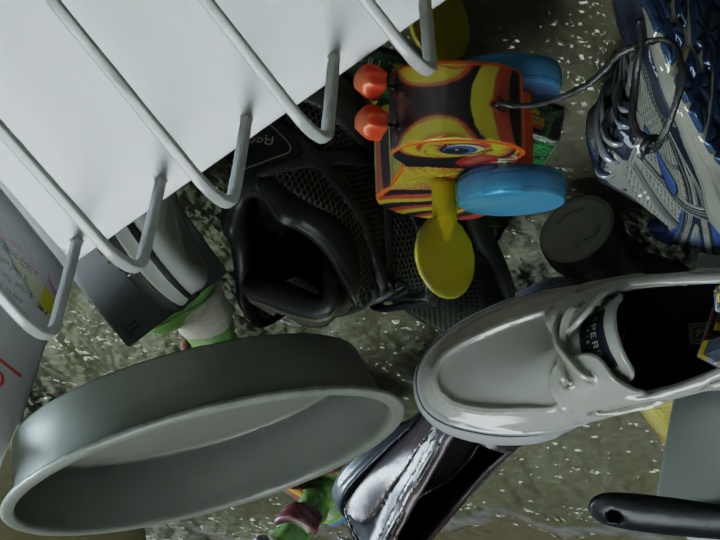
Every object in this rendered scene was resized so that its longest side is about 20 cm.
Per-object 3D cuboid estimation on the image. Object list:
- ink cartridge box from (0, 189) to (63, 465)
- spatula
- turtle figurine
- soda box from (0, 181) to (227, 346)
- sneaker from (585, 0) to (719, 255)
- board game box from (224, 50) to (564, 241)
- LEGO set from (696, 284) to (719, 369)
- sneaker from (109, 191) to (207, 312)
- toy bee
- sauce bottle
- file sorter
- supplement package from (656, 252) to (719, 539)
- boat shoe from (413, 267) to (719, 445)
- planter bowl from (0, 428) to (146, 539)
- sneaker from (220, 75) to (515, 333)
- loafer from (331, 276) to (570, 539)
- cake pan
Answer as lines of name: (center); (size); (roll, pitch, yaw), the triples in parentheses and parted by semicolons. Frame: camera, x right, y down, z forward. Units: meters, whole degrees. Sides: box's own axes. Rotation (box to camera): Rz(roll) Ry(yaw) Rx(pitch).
ink cartridge box: (-0.210, 0.003, 1.214); (0.067, 0.200, 0.116); (-13, 139, 36)
spatula: (0.202, 0.125, 1.121); (0.200, 0.021, 0.057); (11, 134, 12)
turtle figurine: (-0.086, 0.102, 1.379); (0.200, 0.144, 0.194); (-2, 141, 18)
soda box: (-0.145, -0.061, 1.166); (0.064, 0.068, 0.200); (-37, 125, -3)
sneaker: (0.133, -0.065, 1.094); (0.085, 0.077, 0.200); (2, 146, 27)
board game box: (-0.013, -0.073, 1.187); (0.200, 0.023, 0.105); (18, 146, -6)
LEGO set: (0.230, -0.015, 1.018); (0.154, 0.200, 0.116); (34, 158, -14)
sneaker: (-0.089, -0.080, 1.093); (0.115, 0.076, 0.201); (-32, 121, -5)
toy bee: (0.039, -0.069, 1.056); (0.109, 0.131, 0.200); (4, 146, -21)
sauce bottle: (0.151, 0.034, 1.252); (0.065, 0.065, 0.200); (-7, 141, 31)
file sorter: (-0.085, -0.088, 0.967); (0.200, 0.125, 0.139); (-34, 109, 15)
supplement package: (0.262, 0.093, 1.214); (0.150, 0.152, 0.200); (-8, 142, 32)
boat shoe: (0.116, 0.036, 1.138); (0.200, 0.072, 0.066); (-6, 166, 15)
planter bowl: (-0.209, 0.175, 1.523); (0.200, 0.135, 0.200); (25, 164, 8)
sneaker: (0.000, 0.000, 1.170); (0.076, 0.114, 0.199); (-6, 145, 33)
loafer: (0.063, 0.087, 1.308); (0.072, 0.063, 0.200); (17, 128, -38)
cake pan: (-0.079, 0.079, 1.195); (0.200, 0.037, 0.200); (-15, 163, -5)
